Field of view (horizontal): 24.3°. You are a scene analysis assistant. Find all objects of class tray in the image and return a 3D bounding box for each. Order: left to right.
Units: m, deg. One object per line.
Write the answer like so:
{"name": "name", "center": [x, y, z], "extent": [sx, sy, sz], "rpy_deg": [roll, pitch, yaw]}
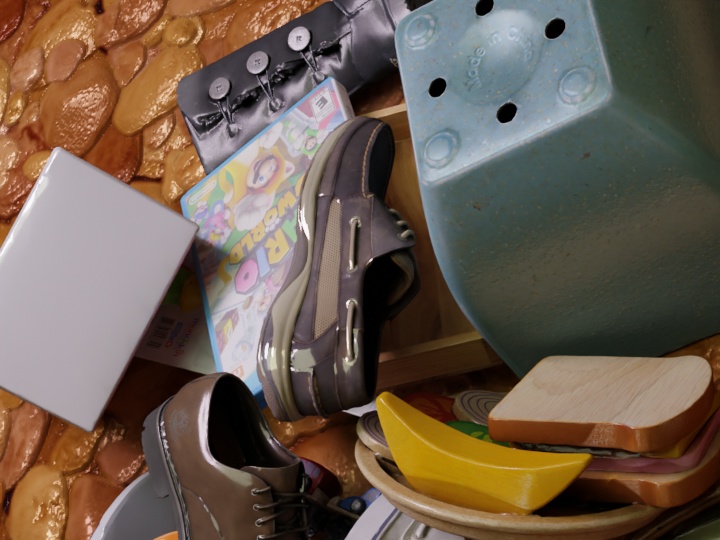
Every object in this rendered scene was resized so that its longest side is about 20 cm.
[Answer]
{"name": "tray", "center": [0.029, -0.019, 1.068], "extent": [0.098, 0.037, 0.201], "rpy_deg": [-14, 51, 12]}

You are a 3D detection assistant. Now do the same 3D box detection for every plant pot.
{"name": "plant pot", "center": [0.121, -0.075, 0.951], "extent": [0.195, 0.200, 0.197], "rpy_deg": [-25, 55, 25]}

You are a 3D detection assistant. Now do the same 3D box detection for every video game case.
{"name": "video game case", "center": [-0.046, -0.017, 1.072], "extent": [0.143, 0.018, 0.201], "rpy_deg": [-37, 44, 19]}

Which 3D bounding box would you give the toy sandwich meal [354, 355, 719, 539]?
{"name": "toy sandwich meal", "center": [0.095, 0.084, 0.906], "extent": [0.204, 0.205, 0.071], "rpy_deg": [16, 112, 40]}

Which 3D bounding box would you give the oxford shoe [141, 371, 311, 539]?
{"name": "oxford shoe", "center": [-0.061, 0.151, 0.966], "extent": [0.084, 0.072, 0.201], "rpy_deg": [-40, 70, 39]}

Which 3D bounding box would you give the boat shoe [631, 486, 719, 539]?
{"name": "boat shoe", "center": [0.217, 0.134, 0.859], "extent": [0.200, 0.074, 0.076], "rpy_deg": [-35, 52, 18]}

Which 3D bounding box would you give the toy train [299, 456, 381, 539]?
{"name": "toy train", "center": [-0.037, 0.143, 1.069], "extent": [0.199, 0.034, 0.046], "rpy_deg": [18, 67, 41]}

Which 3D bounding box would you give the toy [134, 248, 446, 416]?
{"name": "toy", "center": [-0.043, 0.037, 1.109], "extent": [0.199, 0.047, 0.116], "rpy_deg": [14, 63, 28]}

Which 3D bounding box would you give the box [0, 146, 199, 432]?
{"name": "box", "center": [-0.200, 0.014, 1.137], "extent": [0.153, 0.106, 0.200], "rpy_deg": [-62, 11, -6]}

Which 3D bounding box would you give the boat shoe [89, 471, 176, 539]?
{"name": "boat shoe", "center": [-0.169, 0.222, 1.099], "extent": [0.068, 0.073, 0.200], "rpy_deg": [-12, 53, 53]}

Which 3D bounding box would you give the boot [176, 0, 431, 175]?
{"name": "boot", "center": [-0.046, -0.173, 1.218], "extent": [0.199, 0.066, 0.166], "rpy_deg": [-32, 51, 25]}

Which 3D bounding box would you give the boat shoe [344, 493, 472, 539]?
{"name": "boat shoe", "center": [0.040, 0.162, 0.934], "extent": [0.069, 0.071, 0.200], "rpy_deg": [10, 34, 26]}

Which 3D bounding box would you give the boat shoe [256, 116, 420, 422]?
{"name": "boat shoe", "center": [0.000, 0.000, 0.962], "extent": [0.073, 0.075, 0.201], "rpy_deg": [4, 59, 17]}

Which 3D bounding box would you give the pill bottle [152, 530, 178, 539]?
{"name": "pill bottle", "center": [-0.087, 0.256, 0.998], "extent": [0.106, 0.106, 0.201], "rpy_deg": [-33, 52, 18]}
